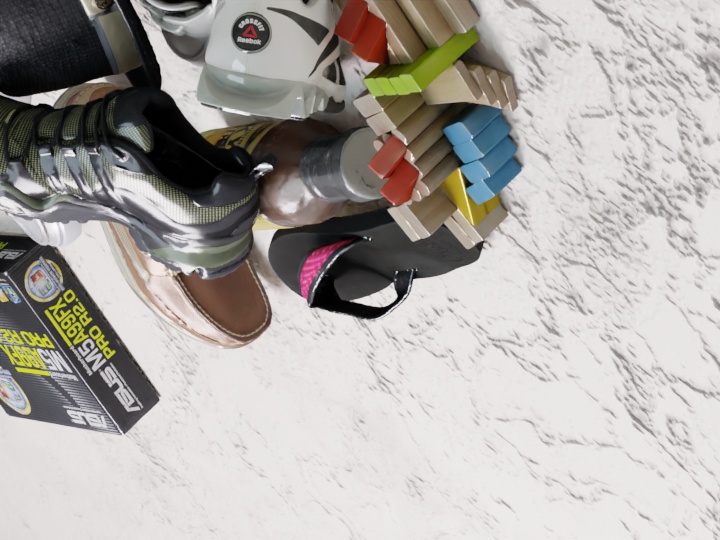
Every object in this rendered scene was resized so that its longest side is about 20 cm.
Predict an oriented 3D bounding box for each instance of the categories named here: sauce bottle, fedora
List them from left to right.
[{"bbox_3d":[-0.192,-0.164,1.520,0.201,0.092,0.201,60,174,11],"label":"fedora"},{"bbox_3d":[-0.044,-0.056,1.547,0.065,0.065,0.200,55,153,-18],"label":"sauce bottle"}]

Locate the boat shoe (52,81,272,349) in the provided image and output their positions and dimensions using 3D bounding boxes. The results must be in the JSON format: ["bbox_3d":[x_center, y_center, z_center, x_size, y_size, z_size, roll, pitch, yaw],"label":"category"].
[{"bbox_3d":[-0.121,-0.033,1.695,0.200,0.076,0.072,52,153,-15],"label":"boat shoe"}]

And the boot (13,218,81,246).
[{"bbox_3d":[-0.282,-0.077,1.858,0.200,0.096,0.074,55,155,-18],"label":"boot"}]

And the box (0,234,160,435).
[{"bbox_3d":[-0.257,0.046,2.069,0.200,0.044,0.160,5,132,56],"label":"box"}]

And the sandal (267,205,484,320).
[{"bbox_3d":[0.000,0.000,1.554,0.075,0.045,0.200,24,162,-22],"label":"sandal"}]

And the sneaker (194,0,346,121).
[{"bbox_3d":[-0.039,-0.127,1.404,0.074,0.089,0.200,9,-174,0],"label":"sneaker"}]

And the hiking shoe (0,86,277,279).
[{"bbox_3d":[-0.145,-0.074,1.500,0.200,0.076,0.101,19,132,-3],"label":"hiking shoe"}]

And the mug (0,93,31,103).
[{"bbox_3d":[-0.293,-0.159,1.674,0.148,0.175,0.200,-125,39,-65],"label":"mug"}]

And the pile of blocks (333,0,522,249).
[{"bbox_3d":[0.035,-0.074,1.392,0.082,0.062,0.200,25,148,40],"label":"pile of blocks"}]

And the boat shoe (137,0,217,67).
[{"bbox_3d":[-0.091,-0.160,1.458,0.072,0.066,0.200,44,155,6],"label":"boat shoe"}]
